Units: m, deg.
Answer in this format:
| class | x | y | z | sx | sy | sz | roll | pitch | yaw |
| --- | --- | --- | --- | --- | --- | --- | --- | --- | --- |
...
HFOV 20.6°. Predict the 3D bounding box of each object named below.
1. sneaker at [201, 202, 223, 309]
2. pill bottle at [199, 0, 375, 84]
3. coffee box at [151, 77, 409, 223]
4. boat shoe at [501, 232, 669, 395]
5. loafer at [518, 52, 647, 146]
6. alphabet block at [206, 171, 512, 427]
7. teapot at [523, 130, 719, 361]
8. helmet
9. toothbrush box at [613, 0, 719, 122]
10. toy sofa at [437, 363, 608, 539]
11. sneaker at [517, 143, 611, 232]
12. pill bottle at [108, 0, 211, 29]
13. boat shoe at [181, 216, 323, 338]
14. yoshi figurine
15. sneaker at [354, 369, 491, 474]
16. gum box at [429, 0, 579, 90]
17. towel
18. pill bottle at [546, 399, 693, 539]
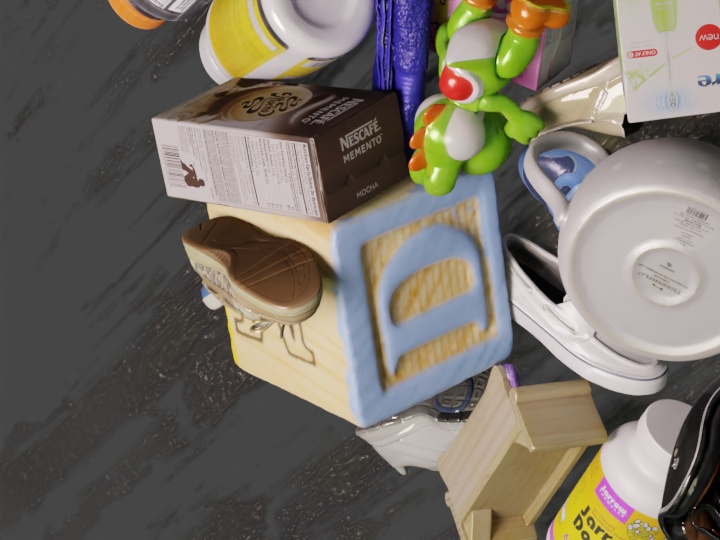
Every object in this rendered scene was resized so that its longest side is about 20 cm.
| class | x | y | z | sx | sy | sz | roll | pitch | yaw |
| --- | --- | --- | --- | --- | --- | --- | --- | --- | --- |
| sneaker | -0.128 | -0.055 | 1.991 | 0.111 | 0.077 | 0.200 | 43 | 130 | 2 |
| pill bottle | -0.075 | -0.226 | 1.807 | 0.113 | 0.112 | 0.200 | 59 | 153 | -6 |
| coffee box | -0.070 | -0.108 | 1.726 | 0.199 | 0.113 | 0.081 | 10 | 120 | 40 |
| boat shoe | 0.196 | 0.038 | 1.791 | 0.199 | 0.074 | 0.066 | 32 | 135 | 19 |
| loafer | 0.208 | -0.142 | 1.674 | 0.199 | 0.075 | 0.069 | -25 | 92 | 44 |
| alphabet block | 0.000 | 0.000 | 1.808 | 0.199 | 0.194 | 0.198 | 20 | 124 | 48 |
| teapot | 0.256 | -0.036 | 1.620 | 0.196 | 0.146 | 0.201 | -16 | 117 | 27 |
| helmet | 0.354 | 0.164 | 1.657 | 0.199 | 0.191 | 0.200 | 30 | 163 | 10 |
| toothbrush box | 0.266 | -0.229 | 1.530 | 0.144 | 0.086 | 0.202 | -6 | 116 | 7 |
| toy sofa | 0.149 | 0.171 | 1.856 | 0.201 | 0.082 | 0.098 | 115 | 144 | -49 |
| sneaker | 0.211 | -0.039 | 1.728 | 0.200 | 0.082 | 0.074 | 41 | 136 | 14 |
| pill bottle | -0.162 | -0.305 | 1.854 | 0.107 | 0.106 | 0.200 | 54 | 135 | -1 |
| boat shoe | -0.087 | 0.010 | 1.708 | 0.200 | 0.073 | 0.063 | 35 | 143 | 56 |
| yoshi figurine | 0.105 | -0.156 | 1.661 | 0.111 | 0.113 | 0.201 | 17 | 119 | -14 |
| sneaker | 0.088 | 0.154 | 1.961 | 0.199 | 0.075 | 0.087 | -13 | 123 | 45 |
| gum box | 0.126 | -0.259 | 1.676 | 0.113 | 0.066 | 0.202 | 23 | 128 | 26 |
| towel | 0.031 | -0.205 | 1.737 | 0.049 | 0.148 | 0.202 | 1 | 122 | -4 |
| pill bottle | 0.253 | 0.210 | 1.824 | 0.104 | 0.104 | 0.201 | 38 | 133 | 14 |
